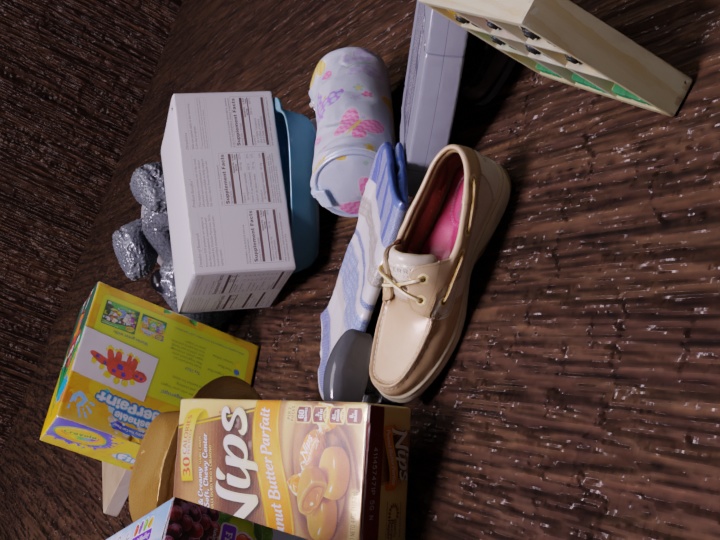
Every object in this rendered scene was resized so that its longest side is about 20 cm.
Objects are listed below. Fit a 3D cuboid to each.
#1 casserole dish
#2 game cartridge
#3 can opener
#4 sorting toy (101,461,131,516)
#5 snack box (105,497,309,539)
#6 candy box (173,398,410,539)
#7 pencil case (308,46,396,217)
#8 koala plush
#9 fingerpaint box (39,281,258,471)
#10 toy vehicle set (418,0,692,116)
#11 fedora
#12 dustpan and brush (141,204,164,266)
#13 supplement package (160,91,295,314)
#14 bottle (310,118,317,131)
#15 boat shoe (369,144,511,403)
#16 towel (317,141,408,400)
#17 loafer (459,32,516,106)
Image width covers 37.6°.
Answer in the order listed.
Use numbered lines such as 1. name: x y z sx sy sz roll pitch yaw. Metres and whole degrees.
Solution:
1. casserole dish: -0.075 -0.088 1.162 0.121 0.038 0.203 -153 60 -69
2. game cartridge: 0.061 -0.169 0.909 0.201 0.040 0.134 98 179 -45
3. can opener: -0.022 0.147 0.835 0.053 0.066 0.202 -8 61 63
4. sorting toy: -0.259 0.187 1.357 0.200 0.069 0.200 -62 21 12
5. snack box: -0.070 0.223 0.690 0.168 0.198 0.068 -36 36 50
6. candy box: -0.057 0.157 0.793 0.198 0.055 0.117 -5 77 39
7. pencil case: -0.009 -0.144 1.072 0.201 0.089 0.084 -94 -4 -47
8. koala plush: -0.204 -0.011 1.352 0.178 0.182 0.202 -60 39 45
9. fingerpaint box: -0.226 0.132 1.156 0.073 0.198 0.168 -42 32 47
10. toy vehicle set: 0.125 -0.161 0.726 0.027 0.123 0.200 -61 21 9
11. fedora: -0.148 0.189 0.934 0.081 0.201 0.203 7 69 24
12. dustpan and brush: -0.244 -0.017 1.504 0.057 0.138 0.203 22 114 61
13. supplement package: -0.151 -0.071 1.163 0.156 0.109 0.203 131 133 -67
14. bottle: -0.089 -0.134 1.288 0.200 0.065 0.084 -22 46 61
15. boat shoe: 0.046 -0.002 0.800 0.073 0.069 0.202 15 81 41
16. towel: 0.000 0.000 0.921 0.147 0.024 0.202 -92 19 -62
17. loafer: 0.119 -0.244 0.911 0.202 0.062 0.072 -68 21 -4
